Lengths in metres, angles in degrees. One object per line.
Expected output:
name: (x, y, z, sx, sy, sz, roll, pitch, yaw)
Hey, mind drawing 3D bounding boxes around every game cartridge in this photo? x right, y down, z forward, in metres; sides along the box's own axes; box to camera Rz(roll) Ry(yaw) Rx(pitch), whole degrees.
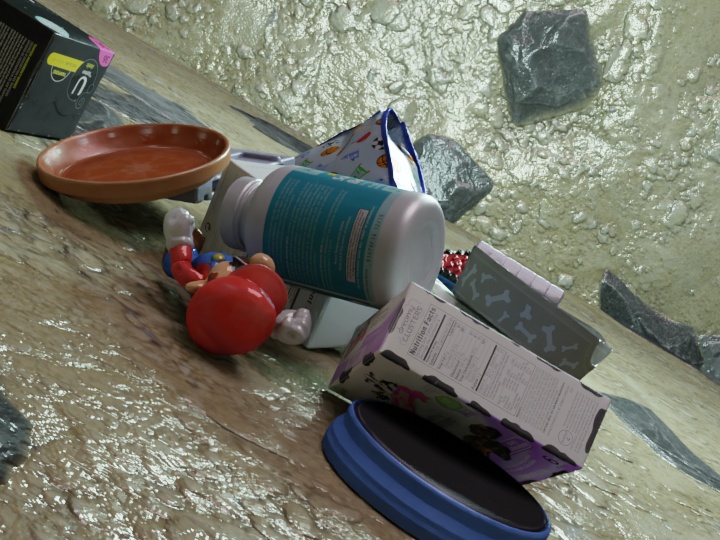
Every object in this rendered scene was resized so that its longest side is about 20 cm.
game cartridge: (-0.180, -0.114, 1.462, 0.129, 0.039, 0.200, 15, 18, 26)
game cartridge: (0.174, 0.055, 1.648, 0.129, 0.039, 0.201, 28, -35, 3)

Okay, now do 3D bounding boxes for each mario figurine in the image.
mario figurine: (-0.108, 0.004, 1.124, 0.122, 0.107, 0.200, 0, 14, -20)

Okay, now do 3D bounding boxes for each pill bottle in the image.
pill bottle: (-0.030, -0.034, 1.183, 0.198, 0.112, 0.111, 14, 1, 24)

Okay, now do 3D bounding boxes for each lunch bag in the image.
lunch bag: (-0.008, -0.102, 1.618, 0.124, 0.169, 0.201, 49, 20, -41)

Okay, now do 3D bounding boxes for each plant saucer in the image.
plant saucer: (-0.233, -0.110, 1.328, 0.198, 0.033, 0.201, -2, 24, 1)

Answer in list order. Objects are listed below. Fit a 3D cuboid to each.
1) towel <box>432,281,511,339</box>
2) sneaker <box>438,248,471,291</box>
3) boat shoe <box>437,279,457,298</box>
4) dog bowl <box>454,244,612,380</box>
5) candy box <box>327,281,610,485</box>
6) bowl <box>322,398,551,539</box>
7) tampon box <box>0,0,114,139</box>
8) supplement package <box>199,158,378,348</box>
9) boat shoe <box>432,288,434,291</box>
towel: (0.103, 0.092, 1.366, 0.152, 0.023, 0.200, 37, 29, -9)
sneaker: (0.119, 0.023, 1.750, 0.198, 0.096, 0.079, 15, 43, 25)
boat shoe: (0.069, 0.044, 1.476, 0.071, 0.061, 0.202, -13, 61, -51)
dog bowl: (0.191, 0.053, 1.458, 0.199, 0.059, 0.200, 38, 4, -3)
candy box: (0.089, 0.107, 1.124, 0.199, 0.072, 0.168, 30, -21, -6)
bowl: (0.064, 0.168, 1.025, 0.199, 0.040, 0.201, 30, 9, -5)
tampon box: (-0.421, -0.261, 1.501, 0.199, 0.127, 0.150, 33, 10, 12)
supplement package: (-0.060, -0.019, 1.347, 0.200, 0.118, 0.116, 36, 21, 33)
boat shoe: (0.000, 0.000, 1.419, 0.071, 0.063, 0.199, -27, 15, -39)
